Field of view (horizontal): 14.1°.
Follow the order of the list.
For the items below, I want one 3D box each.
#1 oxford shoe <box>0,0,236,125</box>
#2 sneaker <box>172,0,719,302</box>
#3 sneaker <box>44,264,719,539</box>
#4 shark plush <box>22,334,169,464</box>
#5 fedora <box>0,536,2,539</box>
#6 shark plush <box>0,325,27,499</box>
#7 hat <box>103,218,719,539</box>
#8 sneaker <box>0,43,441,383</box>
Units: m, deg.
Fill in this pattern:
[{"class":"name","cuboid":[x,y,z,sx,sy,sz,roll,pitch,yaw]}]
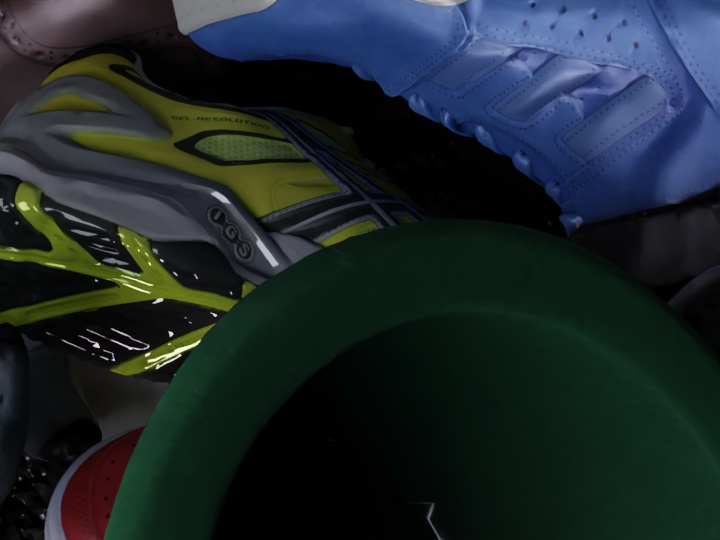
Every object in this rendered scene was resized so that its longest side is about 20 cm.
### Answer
[{"class":"oxford shoe","cuboid":[-0.121,-0.049,0.811,0.200,0.071,0.073,-21,103,37]},{"class":"sneaker","cuboid":[0.045,-0.033,0.703,0.199,0.077,0.112,-1,100,27]},{"class":"sneaker","cuboid":[0.033,0.046,0.659,0.199,0.071,0.113,4,152,-12]},{"class":"shark plush","cuboid":[-0.096,0.008,0.844,0.200,0.091,0.084,4,89,48]},{"class":"fedora","cuboid":[-0.150,0.097,0.768,0.090,0.177,0.201,-19,59,36]},{"class":"shark plush","cuboid":[-0.105,0.097,0.677,0.091,0.083,0.200,-13,61,2]},{"class":"hat","cuboid":[-0.022,0.076,0.625,0.200,0.166,0.176,57,150,-12]},{"class":"sneaker","cuboid":[0.000,0.000,0.739,0.200,0.077,0.075,25,142,-10]}]
